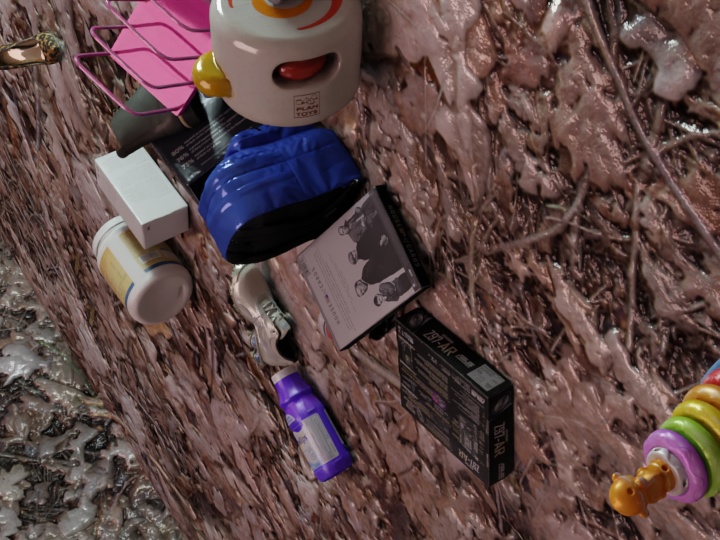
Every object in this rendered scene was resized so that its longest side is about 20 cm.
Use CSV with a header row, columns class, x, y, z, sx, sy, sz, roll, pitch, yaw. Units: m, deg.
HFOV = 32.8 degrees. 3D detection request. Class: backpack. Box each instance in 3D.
class,x,y,z,sx,sy,sz,roll,pitch,yaw
backpack,-0.126,-0.107,1.679,0.169,0.198,0.163,55,154,19

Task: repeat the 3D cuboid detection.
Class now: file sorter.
class,x,y,z,sx,sy,sz,roll,pitch,yaw
file sorter,-0.272,-0.325,1.650,0.139,0.125,0.201,41,114,9

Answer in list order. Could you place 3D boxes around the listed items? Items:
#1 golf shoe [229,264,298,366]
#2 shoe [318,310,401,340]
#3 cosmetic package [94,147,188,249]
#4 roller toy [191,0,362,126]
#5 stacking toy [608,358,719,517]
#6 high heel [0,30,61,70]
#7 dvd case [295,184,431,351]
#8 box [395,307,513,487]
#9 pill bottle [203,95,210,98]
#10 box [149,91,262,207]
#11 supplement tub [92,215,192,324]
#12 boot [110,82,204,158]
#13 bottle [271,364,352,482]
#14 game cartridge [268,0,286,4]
class,x,y,z,sx,sy,sz,roll,pitch,yaw
golf shoe,-0.155,0.073,2.080,0.096,0.078,0.202,8,127,41
shoe,-0.001,0.070,1.743,0.092,0.071,0.201,60,151,23
cosmetic package,-0.420,-0.146,2.347,0.200,0.101,0.072,50,152,31
roller toy,-0.089,-0.267,1.471,0.181,0.201,0.141,21,140,18
stacking toy,0.296,0.164,1.086,0.117,0.199,0.110,53,153,20
high heel,-0.721,-0.457,2.609,0.199,0.141,0.072,18,129,58
dvd case,0.000,0.000,1.642,0.200,0.025,0.152,-39,71,45
box,0.123,0.166,1.619,0.200,0.043,0.162,39,145,44
pill bottle,-0.228,-0.356,1.755,0.202,0.112,0.113,66,155,-2
box,-0.233,-0.202,1.842,0.200,0.147,0.105,50,173,32
supplement tub,-0.443,-0.005,2.470,0.200,0.144,0.146,48,151,33
boot,-0.318,-0.273,1.806,0.078,0.137,0.202,50,-162,-52
bottle,-0.087,0.261,2.099,0.202,0.065,0.084,61,156,9
game cartridge,-0.102,-0.413,1.429,0.202,0.132,0.041,62,154,7
